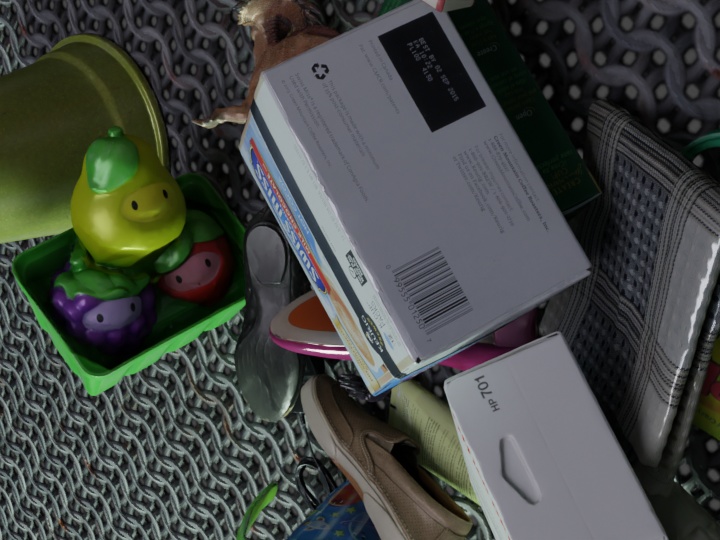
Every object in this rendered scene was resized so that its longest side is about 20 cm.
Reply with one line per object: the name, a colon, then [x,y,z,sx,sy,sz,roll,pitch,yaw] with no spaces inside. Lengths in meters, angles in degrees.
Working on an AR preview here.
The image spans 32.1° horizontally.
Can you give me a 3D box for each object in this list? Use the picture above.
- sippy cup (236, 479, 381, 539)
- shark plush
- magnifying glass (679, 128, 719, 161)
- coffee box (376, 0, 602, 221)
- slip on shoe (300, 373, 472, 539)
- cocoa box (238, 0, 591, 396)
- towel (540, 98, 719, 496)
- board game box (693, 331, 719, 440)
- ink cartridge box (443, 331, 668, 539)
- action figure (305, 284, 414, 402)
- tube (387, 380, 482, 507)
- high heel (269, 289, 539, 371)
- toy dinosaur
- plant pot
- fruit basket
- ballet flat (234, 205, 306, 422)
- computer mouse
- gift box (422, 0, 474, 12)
sippy cup: [-0.006,0.246,1.039,0.139,0.130,0.179,-19,110,40]
shark plush: [0.246,0.224,0.878,0.201,0.091,0.083,58,159,-20]
magnifying glass: [0.207,-0.012,0.821,0.080,0.022,0.200,47,135,14]
coffee box: [0.078,-0.108,0.861,0.201,0.044,0.123,61,158,11]
slip on shoe: [0.020,0.151,1.005,0.061,0.076,0.200,-46,49,15]
cocoa box: [0.027,-0.043,0.801,0.201,0.133,0.131,61,162,7]
towel: [0.166,0.014,0.793,0.193,0.034,0.202,-120,34,-58]
board game box: [0.250,0.015,0.754,0.101,0.048,0.201,32,130,19]
ink cartridge box: [0.125,0.152,0.807,0.200,0.085,0.147,73,174,-62]
action figure: [0.000,0.000,0.959,0.119,0.101,0.201,-97,7,-59]
tube: [0.092,0.151,0.984,0.199,0.052,0.058,29,86,38]
high heel: [0.034,0.056,0.902,0.097,0.198,0.068,92,173,-46]
toy dinosaur: [-0.039,-0.153,0.931,0.199,0.086,0.137,21,95,38]
plant pot: [-0.312,-0.107,1.164,0.199,0.184,0.202,18,118,38]
fruit basket: [-0.185,-0.015,1.067,0.156,0.215,0.216,50,134,16]
ballet flat: [-0.068,0.039,1.052,0.066,0.057,0.202,15,119,18]
computer mouse: [-0.042,0.135,1.113,0.058,0.034,0.202,-3,106,34]
gift box: [0.041,-0.273,0.757,0.199,0.186,0.186,33,126,29]
